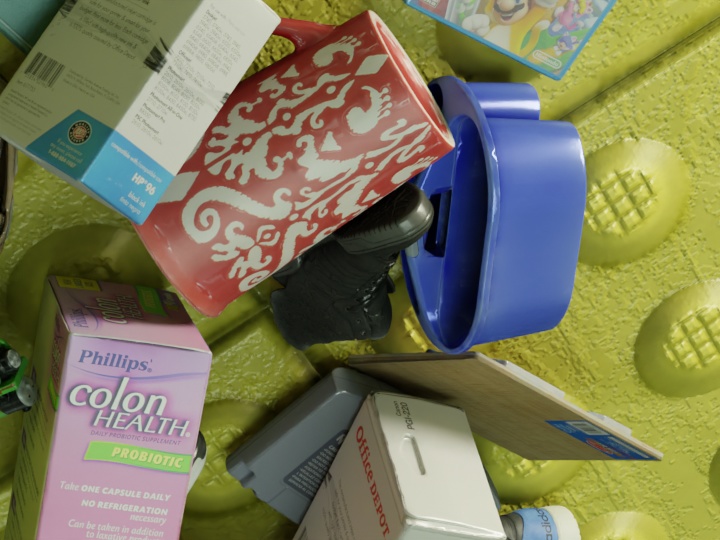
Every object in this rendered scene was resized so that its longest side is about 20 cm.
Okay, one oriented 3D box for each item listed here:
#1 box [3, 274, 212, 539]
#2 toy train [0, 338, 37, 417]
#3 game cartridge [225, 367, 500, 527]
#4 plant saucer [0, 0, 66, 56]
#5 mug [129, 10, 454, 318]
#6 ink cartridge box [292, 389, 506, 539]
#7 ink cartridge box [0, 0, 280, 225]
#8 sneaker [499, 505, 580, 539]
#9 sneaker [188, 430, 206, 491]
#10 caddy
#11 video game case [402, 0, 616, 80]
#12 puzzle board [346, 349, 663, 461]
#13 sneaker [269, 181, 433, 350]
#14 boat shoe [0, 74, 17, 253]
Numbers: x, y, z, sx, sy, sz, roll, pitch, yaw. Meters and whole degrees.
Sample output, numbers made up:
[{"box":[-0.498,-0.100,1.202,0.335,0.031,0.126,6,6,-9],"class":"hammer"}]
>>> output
[{"box":[-0.174,0.122,1.623,0.097,0.176,0.200,7,100,-13],"class":"box"},{"box":[-0.303,0.099,1.639,0.200,0.042,0.056,-20,123,27],"class":"toy train"},{"box":[0.010,0.155,1.834,0.133,0.041,0.200,-37,129,20],"class":"game cartridge"},{"box":[-0.228,-0.193,1.530,0.070,0.019,0.200,-41,126,9],"class":"plant saucer"},{"box":[-0.059,-0.089,1.578,0.200,0.133,0.178,-31,124,9],"class":"mug"},{"box":[0.018,0.210,1.761,0.085,0.146,0.200,11,125,-21],"class":"ink cartridge box"},{"box":[-0.133,-0.142,1.511,0.200,0.116,0.068,-56,137,-4],"class":"ink cartridge box"},{"box":[0.102,0.282,1.934,0.111,0.077,0.200,0,119,-27],"class":"sneaker"},{"box":[-0.169,0.198,1.798,0.201,0.076,0.115,-47,142,9],"class":"sneaker"},{"box":[0.079,-0.039,1.668,0.105,0.141,0.200,-6,120,-21],"class":"caddy"},{"box":[0.137,-0.238,1.633,0.143,0.018,0.200,23,112,-31],"class":"video game case"},{"box":[0.109,0.100,1.790,0.200,0.151,0.017,28,70,-33],"class":"puzzle board"},{"box":[-0.001,0.002,1.666,0.200,0.060,0.104,-12,125,46],"class":"sneaker"},{"box":[-0.268,-0.035,1.592,0.071,0.065,0.200,0,122,-20],"class":"boat shoe"}]
